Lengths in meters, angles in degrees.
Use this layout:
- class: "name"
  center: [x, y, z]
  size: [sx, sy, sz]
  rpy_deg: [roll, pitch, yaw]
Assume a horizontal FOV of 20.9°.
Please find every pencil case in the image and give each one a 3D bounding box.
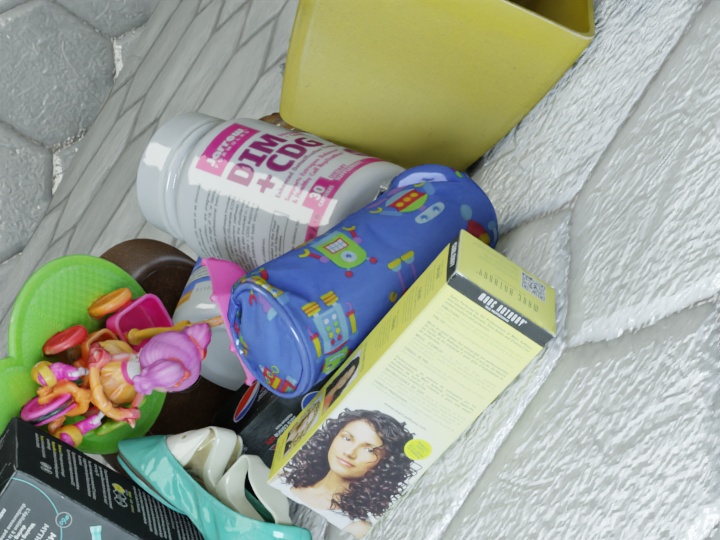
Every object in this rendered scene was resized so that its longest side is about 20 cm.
- class: "pencil case"
  center: [0.000, 0.000, 1.249]
  size: [0.200, 0.087, 0.078]
  rpy_deg: [-35, -28, -37]

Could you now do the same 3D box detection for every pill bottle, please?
- class: "pill bottle"
  center: [-0.062, -0.047, 1.427]
  size: [0.200, 0.113, 0.113]
  rpy_deg: [20, 76, 36]
- class: "pill bottle"
  center: [-0.068, -0.011, 1.554]
  size: [0.112, 0.112, 0.200]
  rpy_deg: [-38, 25, 51]

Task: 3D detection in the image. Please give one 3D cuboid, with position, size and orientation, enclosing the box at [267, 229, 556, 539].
- class: "box"
  center: [0.029, 0.072, 1.176]
  size: [0.200, 0.075, 0.050]
  rpy_deg: [-51, 15, 29]

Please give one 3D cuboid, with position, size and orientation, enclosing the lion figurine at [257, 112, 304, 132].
- class: "lion figurine"
  center: [-0.094, -0.106, 1.878]
  size: [0.122, 0.073, 0.200]
  rpy_deg: [-26, 4, -10]

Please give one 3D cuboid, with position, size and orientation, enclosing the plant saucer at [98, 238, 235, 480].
- class: "plant saucer"
  center: [-0.150, 0.071, 1.544]
  size: [0.034, 0.200, 0.200]
  rpy_deg: [-9, 45, 34]

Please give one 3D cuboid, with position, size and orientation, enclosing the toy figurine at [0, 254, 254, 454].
- class: "toy figurine"
  center: [-0.150, 0.056, 1.371]
  size: [0.184, 0.150, 0.200]
  rpy_deg: [-15, 18, 42]

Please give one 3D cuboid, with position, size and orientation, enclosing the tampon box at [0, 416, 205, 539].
- class: "tampon box"
  center: [-0.184, 0.221, 1.307]
  size: [0.150, 0.200, 0.126]
  rpy_deg: [-56, 15, 5]

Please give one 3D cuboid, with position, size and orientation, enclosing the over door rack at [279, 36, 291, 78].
- class: "over door rack"
  center: [-0.003, -0.227, 1.661]
  size: [0.148, 0.067, 0.200]
  rpy_deg: [-57, 7, 14]

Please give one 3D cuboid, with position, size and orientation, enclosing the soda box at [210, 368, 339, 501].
- class: "soda box"
  center: [-0.035, 0.088, 1.356]
  size: [0.200, 0.063, 0.071]
  rpy_deg: [-44, 20, 40]

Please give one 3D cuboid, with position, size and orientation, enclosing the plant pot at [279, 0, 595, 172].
- class: "plant pot"
  center: [0.040, -0.185, 1.430]
  size: [0.200, 0.200, 0.176]
  rpy_deg: [-82, 17, -54]

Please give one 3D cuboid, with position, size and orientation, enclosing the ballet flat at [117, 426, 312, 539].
- class: "ballet flat"
  center: [-0.092, 0.147, 1.316]
  size: [0.200, 0.067, 0.070]
  rpy_deg: [38, 102, 45]
